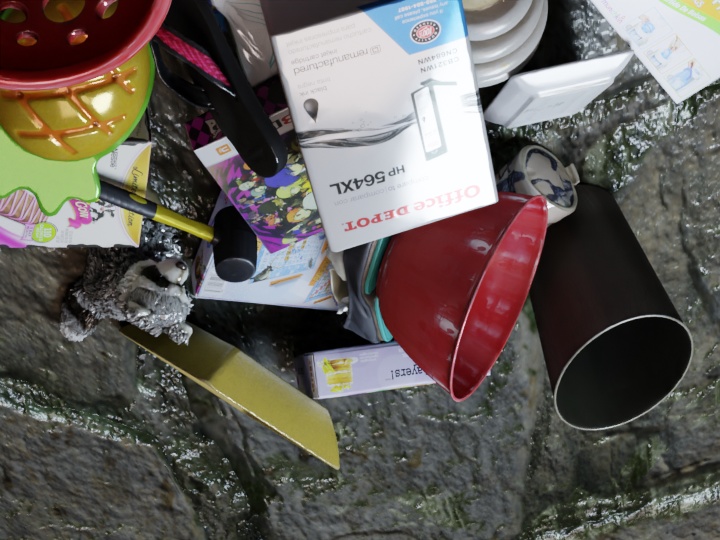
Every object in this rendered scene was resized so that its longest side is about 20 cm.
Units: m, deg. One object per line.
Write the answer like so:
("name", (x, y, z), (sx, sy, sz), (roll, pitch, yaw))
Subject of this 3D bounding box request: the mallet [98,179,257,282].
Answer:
("mallet", (-0.175, -0.057, 1.309), (0.199, 0.066, 0.041), (28, 132, -24))

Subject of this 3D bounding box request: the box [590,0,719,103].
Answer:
("box", (0.246, -0.252, 1.229), (0.101, 0.113, 0.200), (-32, 136, 21))

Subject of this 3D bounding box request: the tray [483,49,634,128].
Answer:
("tray", (0.170, -0.154, 1.303), (0.106, 0.022, 0.200), (-12, 177, -4))

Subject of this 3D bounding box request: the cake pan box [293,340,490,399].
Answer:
("cake pan box", (0.028, 0.099, 1.556), (0.181, 0.053, 0.200), (-5, 176, -10))

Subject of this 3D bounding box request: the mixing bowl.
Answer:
("mixing bowl", (0.083, 0.006, 1.358), (0.107, 0.201, 0.201), (24, 143, 17))

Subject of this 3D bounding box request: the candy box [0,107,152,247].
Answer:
("candy box", (-0.289, -0.086, 1.308), (0.197, 0.061, 0.137), (-1, 138, -16))

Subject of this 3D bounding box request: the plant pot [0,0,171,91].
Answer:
("plant pot", (-0.234, -0.255, 1.028), (0.198, 0.184, 0.202), (-8, 140, -7))

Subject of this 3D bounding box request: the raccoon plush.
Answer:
("raccoon plush", (-0.220, 0.046, 1.423), (0.096, 0.135, 0.201), (7, 136, -25))

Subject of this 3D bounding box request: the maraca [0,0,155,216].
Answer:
("maraca", (-0.243, -0.141, 1.201), (0.136, 0.107, 0.202), (20, 109, -13))

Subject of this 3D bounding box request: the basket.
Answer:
("basket", (0.233, 0.024, 1.480), (0.134, 0.202, 0.181), (-3, 141, -14))

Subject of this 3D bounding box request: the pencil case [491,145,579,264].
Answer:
("pencil case", (0.131, -0.037, 1.475), (0.200, 0.078, 0.089), (-45, 163, 31))

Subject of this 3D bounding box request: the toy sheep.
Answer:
("toy sheep", (0.090, -0.212, 1.222), (0.136, 0.140, 0.200), (-16, 167, 3))

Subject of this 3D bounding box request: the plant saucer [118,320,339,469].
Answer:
("plant saucer", (-0.125, 0.113, 1.515), (0.200, 0.199, 0.049), (38, 80, -36))

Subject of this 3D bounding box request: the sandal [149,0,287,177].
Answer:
("sandal", (-0.126, -0.154, 1.135), (0.045, 0.201, 0.075), (-33, -177, -25))

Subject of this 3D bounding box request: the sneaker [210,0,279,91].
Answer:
("sneaker", (-0.080, -0.222, 1.145), (0.079, 0.071, 0.201), (-21, 149, 3))

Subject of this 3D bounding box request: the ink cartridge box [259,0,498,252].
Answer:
("ink cartridge box", (0.017, -0.131, 1.133), (0.144, 0.085, 0.202), (-17, 127, -1))

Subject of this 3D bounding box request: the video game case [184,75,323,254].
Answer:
("video game case", (-0.033, -0.104, 1.263), (0.179, 0.036, 0.200), (-24, 151, 4))

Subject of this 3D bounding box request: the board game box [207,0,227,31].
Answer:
("board game box", (-0.072, -0.277, 1.161), (0.197, 0.041, 0.201), (-4, 140, -11))

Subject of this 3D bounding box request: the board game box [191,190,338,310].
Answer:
("board game box", (-0.043, -0.044, 1.432), (0.197, 0.041, 0.201), (7, 136, -22))

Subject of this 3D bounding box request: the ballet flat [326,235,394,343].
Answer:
("ballet flat", (0.000, 0.000, 1.401), (0.072, 0.074, 0.201), (-10, 146, -4))
